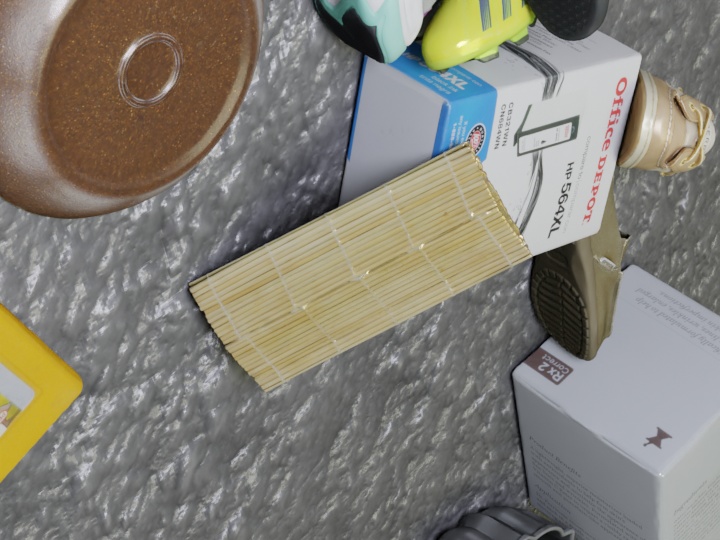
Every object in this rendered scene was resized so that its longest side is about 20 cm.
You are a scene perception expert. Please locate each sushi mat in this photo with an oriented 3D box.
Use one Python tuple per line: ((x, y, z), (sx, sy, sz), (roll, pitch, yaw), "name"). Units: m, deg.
((0.000, 0.000, 0.934), (0.199, 0.012, 0.096), (-27, 123, 8), "sushi mat")

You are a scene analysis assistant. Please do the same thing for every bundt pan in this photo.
((0.105, 0.293, 1.331), (0.201, 0.076, 0.203), (-29, 137, -32), "bundt pan")

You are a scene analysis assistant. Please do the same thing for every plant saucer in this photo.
((-0.120, -0.111, 0.788), (0.200, 0.037, 0.201), (-29, 135, -33), "plant saucer")

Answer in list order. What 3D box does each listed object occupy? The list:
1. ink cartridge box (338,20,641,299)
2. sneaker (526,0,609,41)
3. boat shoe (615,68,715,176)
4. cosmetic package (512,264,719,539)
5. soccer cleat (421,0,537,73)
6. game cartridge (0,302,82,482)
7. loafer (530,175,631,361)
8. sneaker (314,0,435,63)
((0.088, -0.082, 1.012), (0.199, 0.084, 0.147), (-19, 130, -39), "ink cartridge box")
((0.132, -0.247, 0.894), (0.108, 0.067, 0.202), (-27, 103, -40), "sneaker")
((0.227, -0.106, 1.100), (0.200, 0.069, 0.074), (-33, 135, -79), "boat shoe")
((0.252, 0.142, 1.310), (0.165, 0.165, 0.201), (-39, 142, -23), "cosmetic package")
((0.092, -0.199, 0.937), (0.200, 0.065, 0.084), (-47, 120, -30), "soccer cleat")
((-0.256, 0.074, 0.776), (0.176, 0.032, 0.200), (-49, 145, -11), "game cartridge")
((0.179, -0.010, 1.183), (0.067, 0.076, 0.201), (-32, 138, -21), "loafer")
((0.015, -0.223, 0.833), (0.140, 0.078, 0.200), (-51, 154, -10), "sneaker")
